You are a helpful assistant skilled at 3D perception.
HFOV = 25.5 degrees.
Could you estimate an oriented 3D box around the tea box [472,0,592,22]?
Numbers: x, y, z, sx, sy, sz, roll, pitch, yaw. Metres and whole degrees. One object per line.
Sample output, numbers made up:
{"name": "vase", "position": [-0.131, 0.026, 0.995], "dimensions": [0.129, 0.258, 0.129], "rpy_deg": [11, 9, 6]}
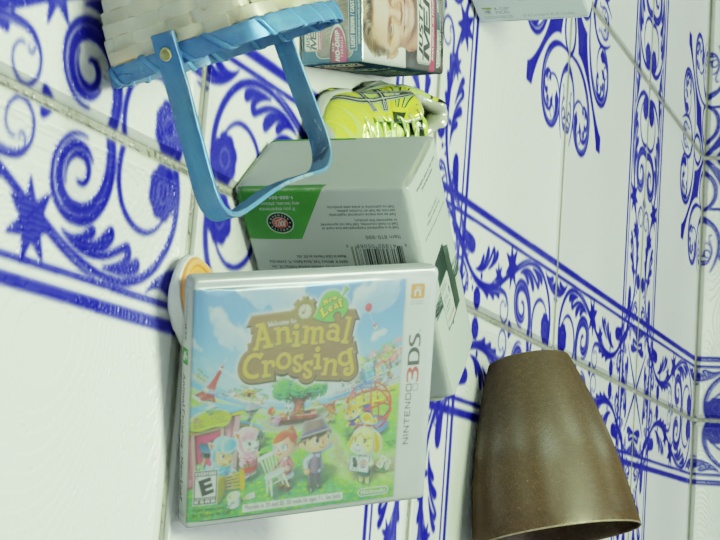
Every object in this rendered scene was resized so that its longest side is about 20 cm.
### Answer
{"name": "tea box", "position": [0.181, -0.409, 1.717], "dimensions": [0.197, 0.133, 0.201], "rpy_deg": [56, 40, -53]}

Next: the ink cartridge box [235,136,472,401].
{"name": "ink cartridge box", "position": [0.000, 0.000, 1.275], "dimensions": [0.083, 0.145, 0.201], "rpy_deg": [-61, 146, -51]}

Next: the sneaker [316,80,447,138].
{"name": "sneaker", "position": [0.015, -0.129, 1.397], "dimensions": [0.200, 0.076, 0.076], "rpy_deg": [-43, 132, -59]}

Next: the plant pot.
{"name": "plant pot", "position": [0.200, 0.196, 1.760], "dimensions": [0.187, 0.186, 0.202], "rpy_deg": [31, 48, -64]}

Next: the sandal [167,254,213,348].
{"name": "sandal", "position": [-0.083, 0.070, 1.185], "dimensions": [0.207, 0.059, 0.080], "rpy_deg": [65, 34, -46]}

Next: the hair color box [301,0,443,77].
{"name": "hair color box", "position": [0.014, -0.226, 1.411], "dimensions": [0.200, 0.060, 0.101], "rpy_deg": [-10, 99, -67]}

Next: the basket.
{"name": "basket", "position": [-0.087, -0.145, 1.063], "dimensions": [0.176, 0.138, 0.202], "rpy_deg": [-38, 116, -63]}

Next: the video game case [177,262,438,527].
{"name": "video game case", "position": [-0.037, 0.089, 1.168], "dimensions": [0.199, 0.022, 0.184], "rpy_deg": [-3, 103, -27]}
